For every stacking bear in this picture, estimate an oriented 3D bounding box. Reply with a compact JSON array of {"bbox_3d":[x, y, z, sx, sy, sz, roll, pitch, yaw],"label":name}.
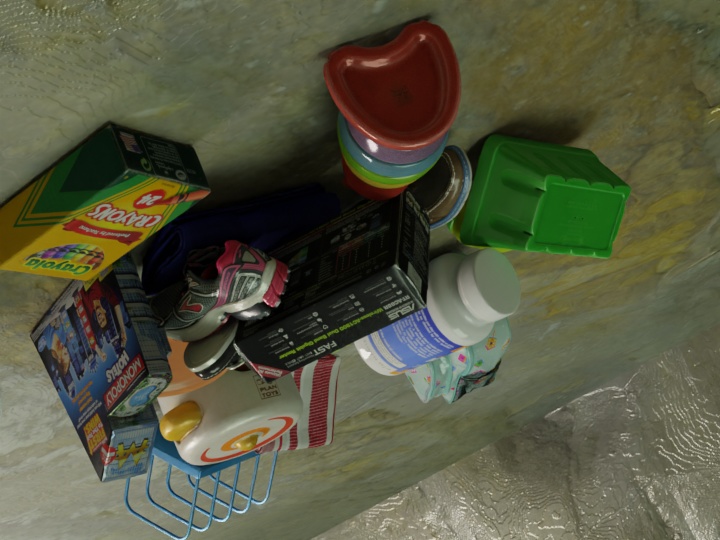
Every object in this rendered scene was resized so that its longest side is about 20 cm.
[{"bbox_3d":[0.026,-0.130,1.241,0.120,0.115,0.200,-20,166,-13],"label":"stacking bear"}]

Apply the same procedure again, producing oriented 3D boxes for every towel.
[{"bbox_3d":[-0.131,-0.036,1.393,0.198,0.050,0.148,-13,164,-32],"label":"towel"},{"bbox_3d":[-0.091,0.196,1.947,0.023,0.146,0.199,5,179,31],"label":"towel"}]

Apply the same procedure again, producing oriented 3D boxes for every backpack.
[{"bbox_3d":[0.121,0.079,1.829,0.152,0.177,0.200,-20,158,-26],"label":"backpack"}]

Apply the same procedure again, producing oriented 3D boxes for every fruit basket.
[{"bbox_3d":[0.193,-0.084,1.577,0.215,0.215,0.157,-1,111,-51],"label":"fruit basket"}]

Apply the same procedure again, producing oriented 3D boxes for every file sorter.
[{"bbox_3d":[-0.231,0.296,1.910,0.199,0.138,0.124,-13,119,-56],"label":"file sorter"}]

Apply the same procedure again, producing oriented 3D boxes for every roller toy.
[{"bbox_3d":[-0.176,0.179,1.768,0.181,0.141,0.200,-25,162,1],"label":"roller toy"}]

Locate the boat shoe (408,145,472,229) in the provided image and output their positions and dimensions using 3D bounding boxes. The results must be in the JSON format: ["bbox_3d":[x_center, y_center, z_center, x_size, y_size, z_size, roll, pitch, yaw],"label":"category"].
[{"bbox_3d":[0.053,-0.072,1.482,0.072,0.073,0.200,-9,156,-36],"label":"boat shoe"}]

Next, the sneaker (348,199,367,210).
[{"bbox_3d":[0.000,0.000,1.490,0.084,0.121,0.200,-54,-168,-29],"label":"sneaker"}]

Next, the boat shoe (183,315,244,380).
[{"bbox_3d":[-0.136,0.070,1.393,0.073,0.061,0.200,-26,-162,13],"label":"boat shoe"}]

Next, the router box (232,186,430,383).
[{"bbox_3d":[-0.027,0.012,1.320,0.199,0.150,0.062,-26,120,21],"label":"router box"}]

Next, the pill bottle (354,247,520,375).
[{"bbox_3d":[0.091,0.046,1.550,0.199,0.113,0.111,-25,166,41],"label":"pill bottle"}]

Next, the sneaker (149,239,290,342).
[{"bbox_3d":[-0.154,0.013,1.311,0.074,0.081,0.199,35,144,-28],"label":"sneaker"}]

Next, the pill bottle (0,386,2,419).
[{"bbox_3d":[-0.472,0.137,1.305,0.199,0.117,0.116,-10,157,-40],"label":"pill bottle"}]

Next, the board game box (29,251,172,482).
[{"bbox_3d":[-0.256,0.106,1.364,0.061,0.201,0.200,-6,155,-41],"label":"board game box"}]

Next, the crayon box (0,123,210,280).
[{"bbox_3d":[-0.250,-0.049,1.185,0.199,0.051,0.127,-32,161,23],"label":"crayon box"}]

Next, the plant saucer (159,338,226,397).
[{"bbox_3d":[-0.232,0.102,1.576,0.198,0.038,0.201,-12,151,-7],"label":"plant saucer"}]
